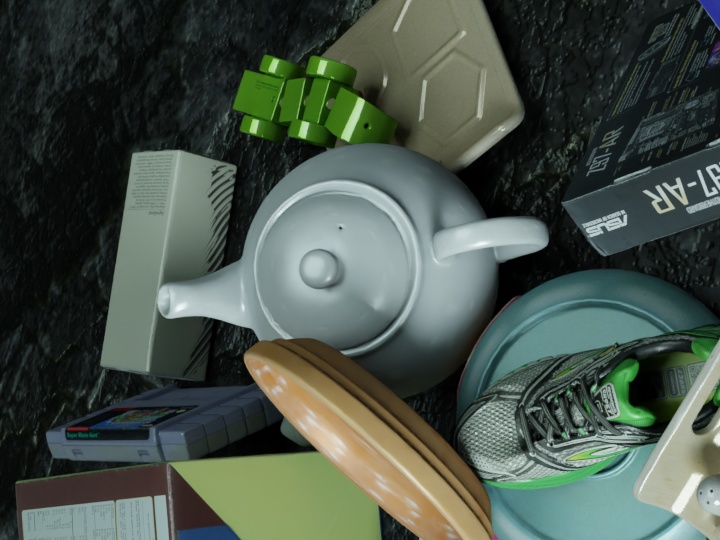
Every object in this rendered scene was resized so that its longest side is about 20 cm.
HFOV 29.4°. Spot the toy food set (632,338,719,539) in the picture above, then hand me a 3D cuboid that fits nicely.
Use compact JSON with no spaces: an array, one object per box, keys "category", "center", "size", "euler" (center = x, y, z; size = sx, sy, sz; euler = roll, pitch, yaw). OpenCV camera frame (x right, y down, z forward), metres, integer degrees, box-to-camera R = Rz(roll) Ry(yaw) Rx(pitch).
[{"category":"toy food set","center":[0.236,0.110,0.662],"size":[0.200,0.060,0.144],"euler":[41,111,42]}]

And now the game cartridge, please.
[{"category":"game cartridge","center":[-0.161,0.126,1.150],"size":[0.199,0.129,0.039],"euler":[-7,95,45]}]

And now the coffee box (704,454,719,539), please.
[{"category":"coffee box","center":[0.284,0.149,0.707],"size":[0.199,0.080,0.114],"euler":[-9,75,45]}]

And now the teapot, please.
[{"category":"teapot","center":[0.000,0.000,0.941],"size":[0.197,0.146,0.201],"euler":[36,98,16]}]

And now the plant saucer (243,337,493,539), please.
[{"category":"plant saucer","center":[0.011,0.109,0.863],"size":[0.037,0.200,0.200],"euler":[-47,42,-14]}]

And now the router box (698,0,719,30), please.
[{"category":"router box","center":[0.269,-0.159,0.702],"size":[0.201,0.178,0.049],"euler":[-108,10,-46]}]

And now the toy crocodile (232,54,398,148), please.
[{"category":"toy crocodile","center":[-0.043,-0.132,1.098],"size":[0.200,0.061,0.068],"euler":[16,90,55]}]

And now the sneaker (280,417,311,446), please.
[{"category":"sneaker","center":[-0.052,0.045,1.089],"size":[0.092,0.075,0.201],"euler":[-33,58,33]}]

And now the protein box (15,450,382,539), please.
[{"category":"protein box","center":[-0.120,0.212,1.025],"size":[0.199,0.198,0.136],"euler":[-14,78,44]}]

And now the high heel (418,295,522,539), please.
[{"category":"high heel","center":[0.107,0.122,0.919],"size":[0.096,0.067,0.201],"euler":[19,89,34]}]

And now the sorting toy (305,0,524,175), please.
[{"category":"sorting toy","center":[0.041,-0.137,1.071],"size":[0.185,0.036,0.201],"euler":[-38,51,34]}]

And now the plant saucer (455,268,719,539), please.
[{"category":"plant saucer","center":[0.147,0.097,0.856],"size":[0.199,0.027,0.202],"euler":[-4,81,27]}]

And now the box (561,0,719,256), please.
[{"category":"box","center":[0.216,-0.106,0.782],"size":[0.160,0.044,0.200],"euler":[-22,26,41]}]

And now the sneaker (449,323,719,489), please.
[{"category":"sneaker","center":[0.139,0.074,0.801],"size":[0.199,0.085,0.078],"euler":[-23,73,23]}]

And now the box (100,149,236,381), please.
[{"category":"box","center":[-0.173,-0.005,1.236],"size":[0.082,0.068,0.201],"euler":[4,84,47]}]
